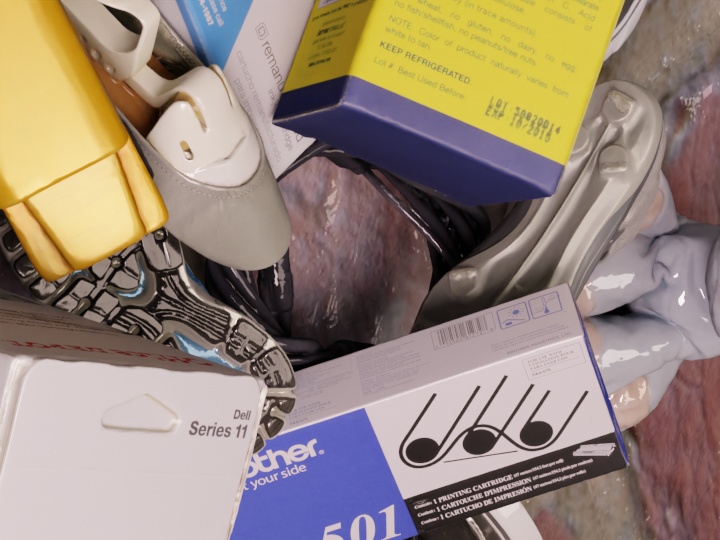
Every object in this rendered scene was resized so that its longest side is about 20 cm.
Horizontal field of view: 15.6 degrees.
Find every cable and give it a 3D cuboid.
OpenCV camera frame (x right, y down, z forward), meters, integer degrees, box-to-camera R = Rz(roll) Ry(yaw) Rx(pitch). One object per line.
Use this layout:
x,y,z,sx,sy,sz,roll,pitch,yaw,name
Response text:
0.000,0.000,1.330,0.200,0.051,0.163,49,51,-36,cable

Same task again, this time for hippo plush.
0.211,0.030,1.529,0.200,0.161,0.160,27,81,-49,hippo plush

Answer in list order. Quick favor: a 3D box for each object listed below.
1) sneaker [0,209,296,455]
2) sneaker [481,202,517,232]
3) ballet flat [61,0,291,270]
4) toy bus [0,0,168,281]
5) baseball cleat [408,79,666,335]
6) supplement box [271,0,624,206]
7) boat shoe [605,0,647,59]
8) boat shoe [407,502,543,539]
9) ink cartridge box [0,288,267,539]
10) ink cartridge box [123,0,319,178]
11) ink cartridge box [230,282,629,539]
-0.117,0.006,1.218,0.078,0.090,0.200,-40,111,-15,sneaker
0.073,-0.067,1.416,0.076,0.092,0.200,-44,155,-25,sneaker
-0.095,-0.083,1.149,0.200,0.064,0.067,48,52,-6,ballet flat
-0.149,-0.094,1.082,0.065,0.078,0.200,-27,101,-3,toy bus
0.099,-0.002,1.350,0.200,0.070,0.106,-53,157,1,baseball cleat
0.055,-0.142,1.179,0.109,0.109,0.200,22,82,-17,supplement box
0.082,-0.122,1.293,0.200,0.069,0.057,-43,163,-28,boat shoe
0.055,0.164,1.418,0.064,0.071,0.200,-35,156,-17,boat shoe
-0.161,0.056,1.082,0.146,0.200,0.083,8,95,-49,ink cartridge box
-0.035,-0.158,1.249,0.200,0.084,0.145,-46,132,-30,ink cartridge box
0.023,0.082,1.284,0.200,0.044,0.094,-18,128,5,ink cartridge box
